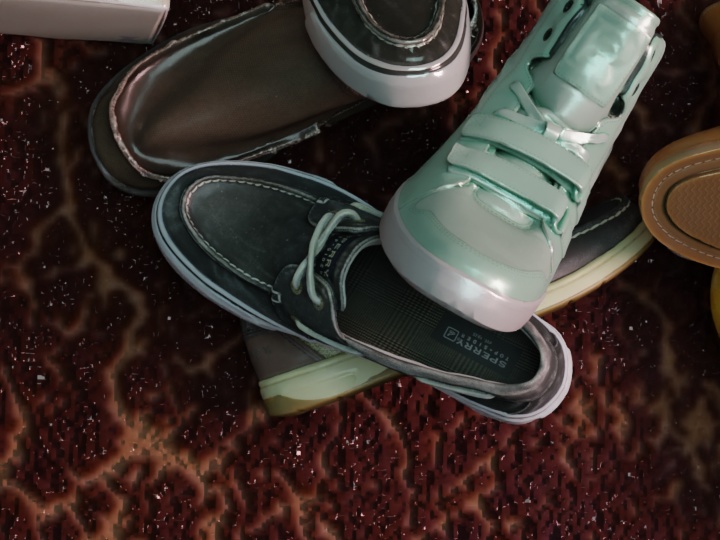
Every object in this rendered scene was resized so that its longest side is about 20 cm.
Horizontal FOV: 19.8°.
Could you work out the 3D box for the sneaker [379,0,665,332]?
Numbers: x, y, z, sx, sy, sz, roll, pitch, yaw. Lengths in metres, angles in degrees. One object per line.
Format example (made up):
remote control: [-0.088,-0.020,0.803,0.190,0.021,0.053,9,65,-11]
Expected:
sneaker: [0.072,-0.059,0.855,0.074,0.200,0.118,30,118,-1]

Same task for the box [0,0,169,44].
box: [-0.129,-0.209,0.931,0.095,0.078,0.201,2,83,-12]

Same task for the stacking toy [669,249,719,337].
stacking toy: [0.213,0.019,0.967,0.200,0.146,0.146,39,78,11]

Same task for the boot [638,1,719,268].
boot: [0.191,-0.077,0.953,0.200,0.074,0.155,-5,43,-23]

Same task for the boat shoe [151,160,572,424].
boat shoe: [0.000,0.000,0.880,0.200,0.071,0.072,23,79,11]

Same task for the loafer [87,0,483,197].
loafer: [-0.032,-0.097,0.942,0.200,0.071,0.073,-26,89,-13]

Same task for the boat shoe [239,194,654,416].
boat shoe: [0.040,0.003,0.946,0.200,0.073,0.065,-24,94,-13]

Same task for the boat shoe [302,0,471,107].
boat shoe: [0.002,-0.160,0.913,0.071,0.064,0.200,-10,54,-9]
